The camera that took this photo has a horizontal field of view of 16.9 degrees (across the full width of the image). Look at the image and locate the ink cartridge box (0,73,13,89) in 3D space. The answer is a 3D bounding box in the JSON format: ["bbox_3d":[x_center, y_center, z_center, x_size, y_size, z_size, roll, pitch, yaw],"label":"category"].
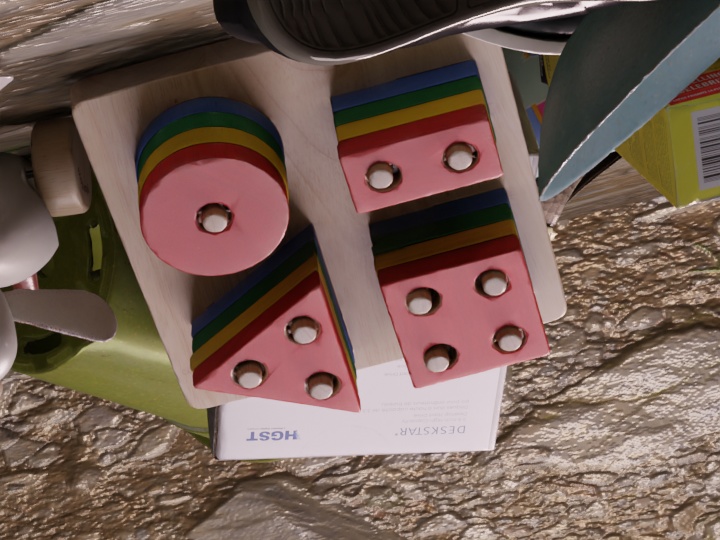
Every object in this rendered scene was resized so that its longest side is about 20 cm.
[{"bbox_3d":[-0.248,-0.028,1.032,0.200,0.068,0.116,-13,177,-24],"label":"ink cartridge box"}]

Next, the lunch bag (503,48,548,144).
[{"bbox_3d":[0.107,-0.094,1.341,0.200,0.077,0.160,-15,176,13],"label":"lunch bag"}]

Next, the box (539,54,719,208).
[{"bbox_3d":[0.143,-0.089,1.121,0.075,0.050,0.200,-14,-156,-7],"label":"box"}]

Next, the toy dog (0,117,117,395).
[{"bbox_3d":[-0.179,0.009,1.169,0.132,0.096,0.200,0,-146,22],"label":"toy dog"}]

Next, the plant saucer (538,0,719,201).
[{"bbox_3d":[0.130,-0.108,0.924,0.201,0.039,0.201,-43,175,-5],"label":"plant saucer"}]

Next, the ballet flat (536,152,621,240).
[{"bbox_3d":[0.143,-0.066,1.461,0.200,0.046,0.067,-46,178,-26],"label":"ballet flat"}]

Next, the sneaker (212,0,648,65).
[{"bbox_3d":[0.046,-0.122,0.832,0.200,0.075,0.106,-14,-171,-13],"label":"sneaker"}]

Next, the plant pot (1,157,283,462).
[{"bbox_3d":[-0.118,0.005,1.386,0.200,0.200,0.190,-17,163,38],"label":"plant pot"}]

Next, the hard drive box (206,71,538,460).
[{"bbox_3d":[0.000,0.000,1.255,0.156,0.200,0.077,-1,-142,-10],"label":"hard drive box"}]

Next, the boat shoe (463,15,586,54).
[{"bbox_3d":[0.094,-0.131,1.003,0.200,0.073,0.062,-3,127,-39],"label":"boat shoe"}]

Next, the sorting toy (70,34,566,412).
[{"bbox_3d":[-0.013,-0.016,1.143,0.198,0.200,0.070,-14,-141,5],"label":"sorting toy"}]
